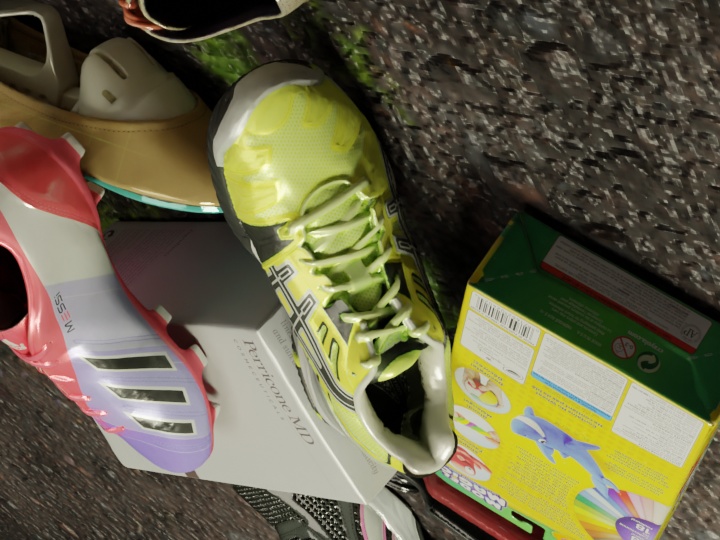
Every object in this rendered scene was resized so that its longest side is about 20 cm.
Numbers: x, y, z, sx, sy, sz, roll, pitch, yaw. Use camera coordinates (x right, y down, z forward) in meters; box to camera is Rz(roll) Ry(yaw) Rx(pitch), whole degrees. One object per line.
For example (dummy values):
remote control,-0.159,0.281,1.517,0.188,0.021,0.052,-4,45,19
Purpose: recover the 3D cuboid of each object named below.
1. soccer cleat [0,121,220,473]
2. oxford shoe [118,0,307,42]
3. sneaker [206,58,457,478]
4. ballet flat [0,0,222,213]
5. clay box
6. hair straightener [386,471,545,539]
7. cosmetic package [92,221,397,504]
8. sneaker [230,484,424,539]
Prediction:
soccer cleat,-0.127,0.026,0.913,0.067,0.076,0.200,15,141,40
oxford shoe,-0.077,-0.123,0.769,0.200,0.075,0.070,1,141,51
sneaker,0.000,0.000,0.852,0.076,0.075,0.200,41,160,51
ballet flat,-0.130,-0.082,0.925,0.199,0.069,0.063,20,121,25
clay box,0.094,0.064,0.910,0.115,0.048,0.200,30,155,11
hair straightener,0.027,0.111,1.077,0.200,0.041,0.077,27,152,18
cosmetic package,-0.062,0.041,1.011,0.200,0.081,0.113,1,130,51
sneaker,0.002,0.180,1.172,0.200,0.086,0.080,40,152,-7
